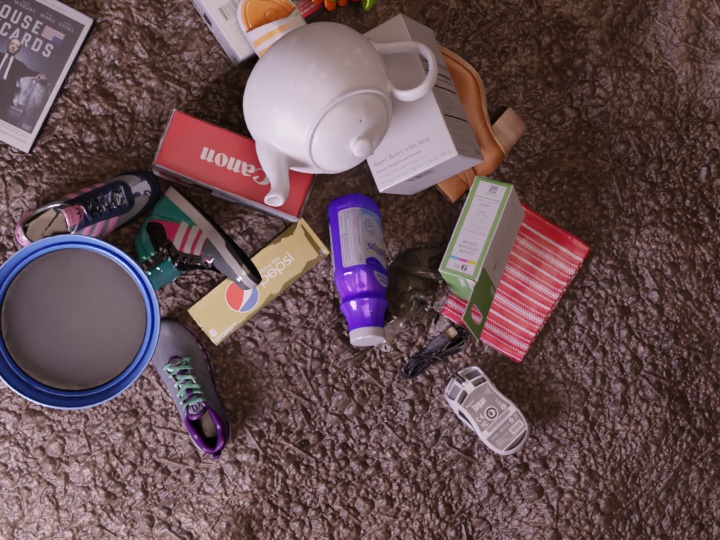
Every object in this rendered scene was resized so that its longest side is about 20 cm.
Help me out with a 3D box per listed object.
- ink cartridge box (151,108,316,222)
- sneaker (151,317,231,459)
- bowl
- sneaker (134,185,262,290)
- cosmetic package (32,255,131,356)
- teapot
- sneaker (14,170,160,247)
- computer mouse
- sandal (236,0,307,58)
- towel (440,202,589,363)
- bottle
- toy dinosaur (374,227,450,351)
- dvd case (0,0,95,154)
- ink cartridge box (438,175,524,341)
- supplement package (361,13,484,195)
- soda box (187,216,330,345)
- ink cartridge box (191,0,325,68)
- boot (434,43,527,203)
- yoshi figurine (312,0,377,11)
[{"bbox_3d":[-0.163,-0.133,1.386,0.200,0.176,0.084,20,89,-10],"label":"ink cartridge box"},{"bbox_3d":[-0.224,0.155,1.429,0.074,0.088,0.200,-27,96,-8],"label":"sneaker"},{"bbox_3d":[-0.332,0.058,1.230,0.200,0.039,0.201,0,92,-9],"label":"bowl"},{"bbox_3d":[-0.227,-0.012,1.398,0.121,0.084,0.200,-47,59,0],"label":"sneaker"},{"bbox_3d":[-0.342,0.039,1.349,0.087,0.200,0.103,25,86,-8],"label":"cosmetic package"},{"bbox_3d":[-0.030,-0.190,1.277,0.197,0.146,0.200,-8,133,-41],"label":"teapot"},{"bbox_3d":[-0.356,-0.075,1.401,0.200,0.082,0.070,-26,96,-8],"label":"sneaker"},{"bbox_3d":[0.157,0.179,1.521,0.110,0.044,0.200,-40,92,-11],"label":"computer mouse"},{"bbox_3d":[-0.080,-0.272,1.382,0.079,0.059,0.207,-35,111,-8],"label":"sandal"},{"bbox_3d":[0.225,0.014,1.536,0.145,0.022,0.200,33,87,-8],"label":"towel"},{"bbox_3d":[0.000,0.000,1.436,0.065,0.084,0.200,-14,69,22],"label":"bottle"},{"bbox_3d":[0.069,0.015,1.479,0.102,0.077,0.200,14,74,22],"label":"toy dinosaur"},{"bbox_3d":[-0.462,-0.276,1.406,0.150,0.025,0.200,26,88,-10],"label":"dvd case"},{"bbox_3d":[0.158,-0.016,1.456,0.059,0.104,0.200,16,75,22],"label":"ink cartridge box"},{"bbox_3d":[0.060,-0.215,1.411,0.121,0.120,0.200,-25,82,23],"label":"supplement package"},{"bbox_3d":[-0.138,0.013,1.449,0.200,0.068,0.064,-40,97,-6],"label":"soda box"},{"bbox_3d":[-0.160,-0.396,1.423,0.145,0.083,0.200,-35,98,-7],"label":"ink cartridge box"},{"bbox_3d":[0.116,-0.207,1.487,0.200,0.074,0.155,44,91,-3],"label":"boot"},{"bbox_3d":[-0.016,-0.414,1.394,0.200,0.112,0.112,-25,73,-45],"label":"yoshi figurine"}]
